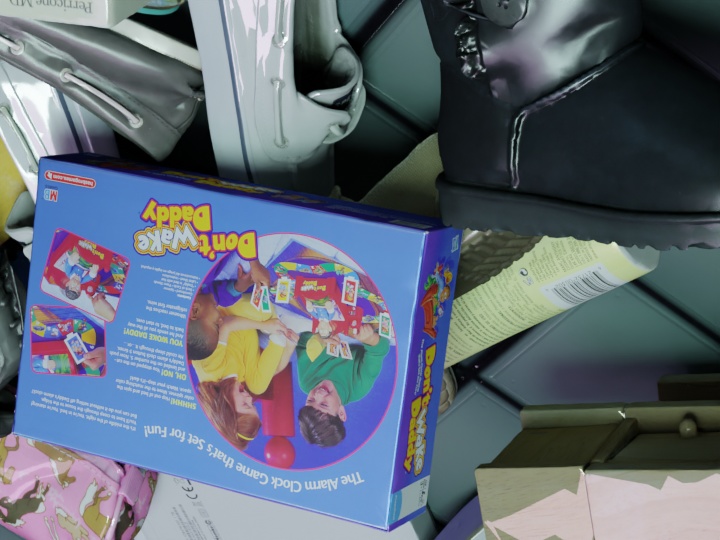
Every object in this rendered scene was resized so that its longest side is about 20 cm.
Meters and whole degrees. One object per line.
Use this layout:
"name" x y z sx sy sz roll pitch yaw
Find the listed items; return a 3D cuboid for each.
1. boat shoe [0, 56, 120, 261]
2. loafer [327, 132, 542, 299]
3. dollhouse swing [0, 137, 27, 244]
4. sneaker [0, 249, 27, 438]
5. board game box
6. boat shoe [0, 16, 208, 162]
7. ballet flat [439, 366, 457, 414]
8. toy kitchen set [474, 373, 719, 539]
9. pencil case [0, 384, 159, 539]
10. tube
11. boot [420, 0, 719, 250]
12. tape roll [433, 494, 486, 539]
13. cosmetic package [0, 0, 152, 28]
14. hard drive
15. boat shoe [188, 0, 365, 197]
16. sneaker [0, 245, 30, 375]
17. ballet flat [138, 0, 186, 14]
"boat shoe" -0.149 -0.030 0.996 0.066 0.074 0.201 -21 114 -13
"loafer" 0.000 0.000 0.941 0.199 0.068 0.076 -31 154 21
"dollhouse swing" -0.280 -0.074 1.056 0.200 0.176 0.182 48 174 -26
"sneaker" -0.203 0.008 0.993 0.090 0.067 0.201 -1 118 -15
"board game box" -0.060 0.028 0.897 0.199 0.045 0.135 12 100 23
"boat shoe" -0.167 -0.110 0.901 0.199 0.057 0.067 22 -178 -4
"ballet flat" -0.034 0.024 1.041 0.200 0.047 0.067 37 136 -15
"toy kitchen set" 0.166 0.022 0.928 0.199 0.163 0.182 -4 104 26
"pencil case" -0.215 0.100 1.151 0.199 0.087 0.083 26 -178 10
"tube" 0.053 0.011 0.975 0.199 0.052 0.058 -27 74 33
"boot" 0.103 -0.099 0.786 0.199 0.076 0.169 4 112 36
"tape roll" 0.099 0.197 1.045 0.085 0.201 0.200 42 134 -20
"cosmetic package" -0.134 -0.207 0.783 0.103 0.073 0.201 7 113 15
"hard drive" -0.054 0.146 1.188 0.199 0.027 0.132 -2 131 26
"boat shoe" -0.031 -0.084 0.911 0.065 0.074 0.201 8 137 22
"sneaker" -0.127 0.052 1.105 0.199 0.073 0.082 27 154 3
"ballet flat" -0.163 -0.178 0.881 0.199 0.075 0.074 20 138 -2
